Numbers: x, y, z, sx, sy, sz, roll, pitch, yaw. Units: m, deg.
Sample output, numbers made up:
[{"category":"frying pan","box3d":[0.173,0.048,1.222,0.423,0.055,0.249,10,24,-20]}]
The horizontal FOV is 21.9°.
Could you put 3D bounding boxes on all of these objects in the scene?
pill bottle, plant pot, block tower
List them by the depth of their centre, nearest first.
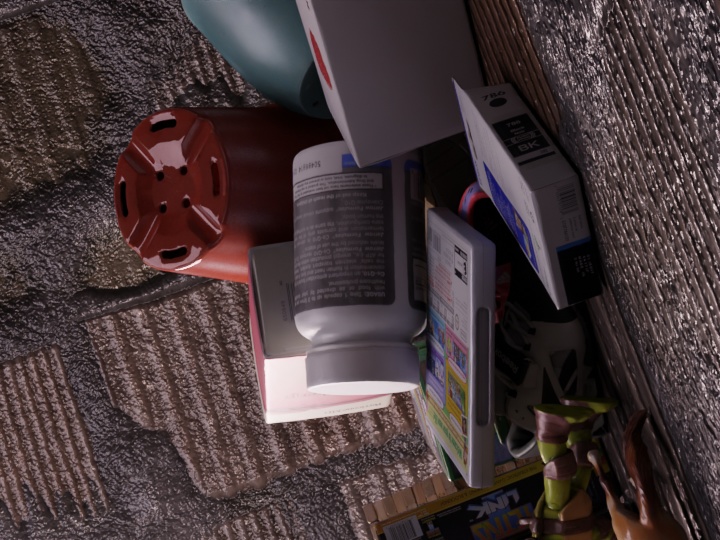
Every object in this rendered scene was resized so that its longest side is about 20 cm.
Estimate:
[{"category":"pill bottle","box3d":[0.000,0.000,1.564,0.114,0.113,0.201,88,-179,-80]},{"category":"plant pot","box3d":[-0.041,-0.239,1.719,0.161,0.200,0.201,55,170,27]},{"category":"block tower","box3d":[0.108,0.209,1.745,0.058,0.199,0.054,40,-154,-64]},{"category":"plant pot","box3d":[-0.113,-0.072,1.748,0.195,0.200,0.201,2,-118,-51]}]

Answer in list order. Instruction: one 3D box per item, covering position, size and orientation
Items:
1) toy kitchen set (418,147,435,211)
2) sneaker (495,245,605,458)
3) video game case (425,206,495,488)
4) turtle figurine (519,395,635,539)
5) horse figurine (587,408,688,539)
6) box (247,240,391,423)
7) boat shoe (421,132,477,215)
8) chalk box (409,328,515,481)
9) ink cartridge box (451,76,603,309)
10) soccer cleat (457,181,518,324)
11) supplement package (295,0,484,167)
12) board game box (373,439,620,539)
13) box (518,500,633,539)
[{"category":"toy kitchen set","box3d":[-0.023,-0.071,1.883,0.163,0.180,0.200,35,-162,-30]},{"category":"sneaker","box3d":[0.129,0.070,1.419,0.074,0.088,0.201,-126,15,-53]},{"category":"video game case","box3d":[0.077,0.054,1.446,0.200,0.022,0.183,-129,39,-78]},{"category":"turtle figurine","box3d":[0.156,0.175,1.361,0.064,0.200,0.162,7,98,42]},{"category":"horse figurine","box3d":[0.204,0.199,1.274,0.133,0.050,0.201,-113,5,-65]},{"category":"box","box3d":[-0.035,0.055,1.716,0.200,0.127,0.109,95,166,-69]},{"category":"boat shoe","box3d":[0.102,-0.027,1.575,0.072,0.075,0.201,64,-164,-85]},{"category":"chalk box","box3d":[0.112,0.101,1.652,0.200,0.123,0.125,-133,26,-81]},{"category":"ink cartridge box","box3d":[0.117,-0.064,1.323,0.200,0.039,0.100,-116,8,-58]},{"category":"soccer cleat","box3d":[0.121,0.024,1.496,0.076,0.066,0.201,-15,-89,-82]},{"category":"supplement package","box3d":[0.015,-0.207,1.482,0.121,0.119,0.201,-116,7,-57]},{"category":"board game box","box3d":[0.113,0.215,1.583,0.165,0.199,0.057,78,171,-73]},{"category":"box","box3d":[0.134,0.269,1.520,0.164,0.199,0.086,84,166,-76]}]
